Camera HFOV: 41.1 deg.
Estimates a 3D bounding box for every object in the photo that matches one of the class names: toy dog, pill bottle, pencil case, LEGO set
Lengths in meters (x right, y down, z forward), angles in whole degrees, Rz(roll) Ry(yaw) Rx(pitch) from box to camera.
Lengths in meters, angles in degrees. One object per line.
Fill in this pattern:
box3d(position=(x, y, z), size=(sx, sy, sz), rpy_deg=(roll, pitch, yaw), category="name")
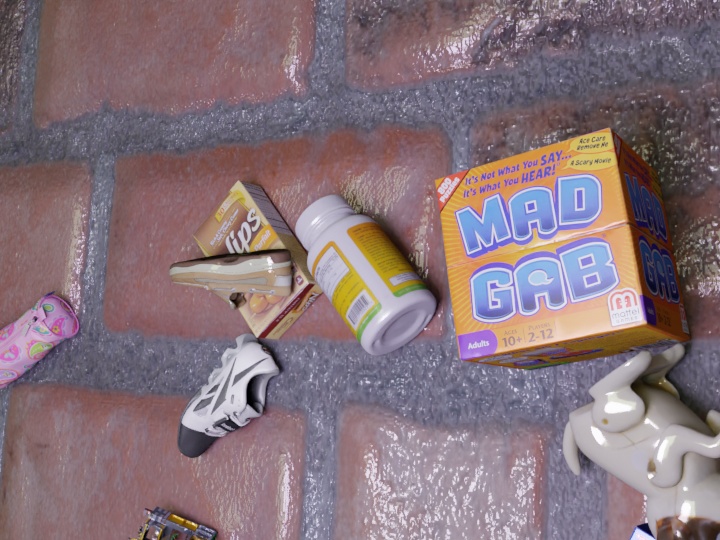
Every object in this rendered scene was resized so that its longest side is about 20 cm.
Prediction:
box3d(position=(0.315, 0.204, 1.003), size=(0.194, 0.139, 0.201), rpy_deg=(-41, 66, 22), category="toy dog")
box3d(position=(0.000, 0.000, 1.240), size=(0.111, 0.111, 0.201), rpy_deg=(-46, 62, 17), category="pill bottle")
box3d(position=(-0.556, 0.118, 1.580), size=(0.199, 0.087, 0.088), rpy_deg=(-33, 67, 24), category="pencil case")
box3d(position=(-0.289, 0.425, 1.327), size=(0.115, 0.154, 0.202), rpy_deg=(21, 106, 5), category="LEGO set")

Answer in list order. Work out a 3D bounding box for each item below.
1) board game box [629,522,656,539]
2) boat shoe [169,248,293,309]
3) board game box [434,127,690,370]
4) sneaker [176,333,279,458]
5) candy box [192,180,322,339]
box3d(position=(0.352, 0.380, 1.005), size=(0.199, 0.045, 0.135), rpy_deg=(30, 99, 31), category="board game box")
box3d(position=(-0.180, 0.017, 1.314), size=(0.198, 0.071, 0.077), rpy_deg=(-3, 99, 34), category="boat shoe")
box3d(position=(0.223, -0.010, 1.051), size=(0.198, 0.199, 0.202), rpy_deg=(-14, 75, 28), category="board game box")
box3d(position=(-0.185, 0.194, 1.346), size=(0.088, 0.074, 0.201), rpy_deg=(39, 104, 32), category="sneaker")
box3d(position=(-0.145, -0.015, 1.364), size=(0.115, 0.055, 0.201), rpy_deg=(-45, 64, 19), category="candy box")
